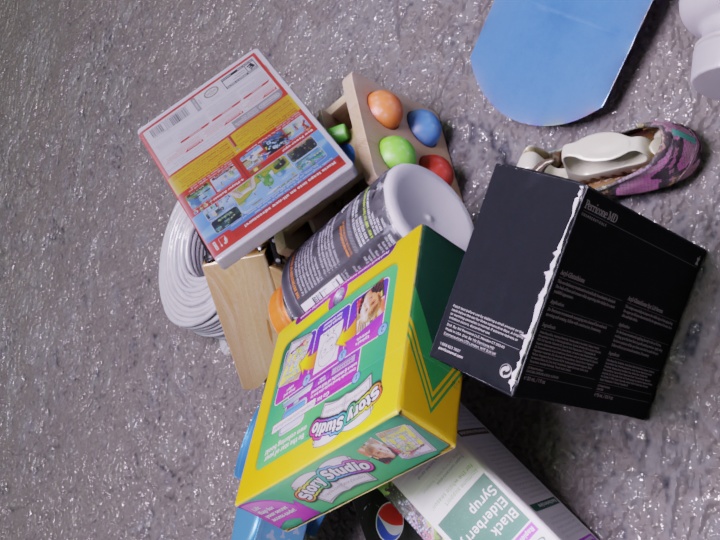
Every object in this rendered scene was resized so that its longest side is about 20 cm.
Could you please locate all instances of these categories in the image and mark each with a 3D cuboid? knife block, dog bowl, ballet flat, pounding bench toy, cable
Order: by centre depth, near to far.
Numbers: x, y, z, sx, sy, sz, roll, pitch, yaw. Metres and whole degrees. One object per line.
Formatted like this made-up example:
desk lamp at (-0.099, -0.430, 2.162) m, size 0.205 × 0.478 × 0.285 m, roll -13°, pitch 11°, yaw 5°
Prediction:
ballet flat at (0.178, -0.082, 0.799) m, size 0.199 × 0.071 × 0.069 m, roll -17°, pitch 59°, yaw 42°
pounding bench toy at (-0.021, -0.100, 0.915) m, size 0.156 × 0.199 × 0.125 m, roll -35°, pitch 55°, yaw 35°
dog bowl at (-0.084, 0.208, 0.920) m, size 0.112 × 0.049 × 0.201 m, roll -54°, pitch 21°, yaw 40°
knife block at (-0.129, 0.004, 1.005) m, size 0.200 × 0.175 × 0.064 m, roll -54°, pitch 10°, yaw 26°
cable at (-0.165, -0.021, 1.135) m, size 0.200 × 0.069 × 0.201 m, roll 38°, pitch 105°, yaw 45°

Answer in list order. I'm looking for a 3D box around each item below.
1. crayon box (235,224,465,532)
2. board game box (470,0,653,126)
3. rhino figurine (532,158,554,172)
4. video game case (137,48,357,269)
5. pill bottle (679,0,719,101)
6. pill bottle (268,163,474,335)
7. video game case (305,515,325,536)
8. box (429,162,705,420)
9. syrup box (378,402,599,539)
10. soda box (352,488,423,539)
crayon box at (-0.004, 0.086, 0.745) m, size 0.200 × 0.058 × 0.173 m, roll -37°, pitch 31°, yaw 41°
board game box at (0.189, -0.223, 0.858) m, size 0.158 × 0.039 × 0.201 m, roll 35°, pitch 108°, yaw 41°
rhino figurine at (0.138, 0.006, 0.794) m, size 0.087 × 0.060 × 0.201 m, roll 20°, pitch 109°, yaw 35°
video game case at (-0.108, -0.107, 0.873) m, size 0.143 × 0.017 × 0.200 m, roll -35°, pitch 52°, yaw -2°
pill bottle at (0.291, -0.228, 0.697) m, size 0.112 × 0.112 × 0.201 m, roll 3°, pitch 80°, yaw 46°
pill bottle at (0.000, 0.000, 0.861) m, size 0.200 × 0.106 × 0.107 m, roll -37°, pitch 54°, yaw 39°
video game case at (-0.017, 0.133, 0.929) m, size 0.201 × 0.018 × 0.143 m, roll -63°, pitch 17°, yaw 10°
box at (0.155, 0.021, 0.693) m, size 0.079 × 0.200 × 0.142 m, roll 25°, pitch 95°, yaw 42°
syrup box at (0.086, 0.177, 0.763) m, size 0.200 × 0.081 × 0.079 m, roll 45°, pitch 104°, yaw 25°
soda box at (0.058, 0.249, 0.827) m, size 0.071 × 0.063 × 0.201 m, roll -44°, pitch 51°, yaw 28°
